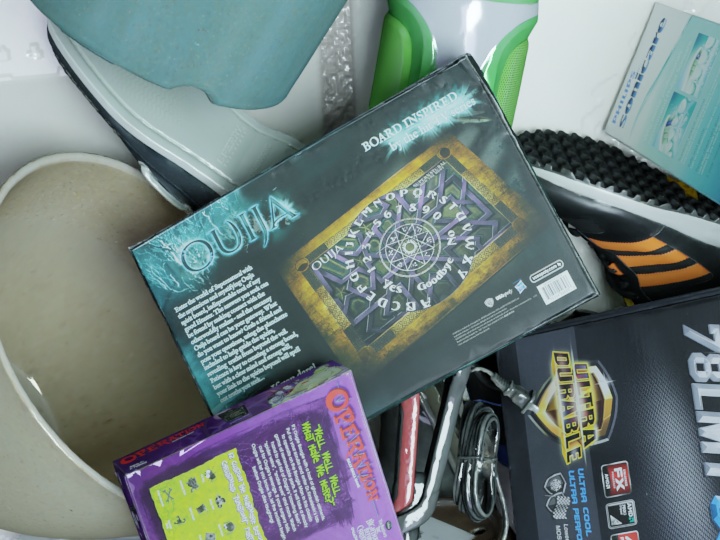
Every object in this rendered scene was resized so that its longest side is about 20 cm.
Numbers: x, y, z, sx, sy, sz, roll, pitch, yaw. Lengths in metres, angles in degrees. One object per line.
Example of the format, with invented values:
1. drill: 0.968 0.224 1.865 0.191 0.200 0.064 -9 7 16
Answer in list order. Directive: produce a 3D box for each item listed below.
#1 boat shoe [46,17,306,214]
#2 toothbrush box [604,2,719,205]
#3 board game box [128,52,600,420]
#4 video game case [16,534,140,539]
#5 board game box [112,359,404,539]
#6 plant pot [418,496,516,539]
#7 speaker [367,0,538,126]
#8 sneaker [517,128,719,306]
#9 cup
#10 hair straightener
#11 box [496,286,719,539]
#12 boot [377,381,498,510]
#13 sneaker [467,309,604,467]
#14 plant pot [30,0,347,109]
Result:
1. boat shoe: -0.093 -0.068 0.822 0.200 0.076 0.060 44 142 -5
2. toothbrush box: 0.237 -0.067 0.813 0.145 0.200 0.086 18 102 -15
3. board game box: 0.000 0.000 0.763 0.199 0.028 0.136 -28 84 9
4. video game case: -0.095 0.193 0.844 0.143 0.199 0.018 47 57 -24
5. board game box: -0.031 0.158 0.736 0.119 0.032 0.202 -21 107 -16
6. plant pot: 0.057 0.239 0.871 0.185 0.187 0.202 -17 110 -4
7. speaker: 0.041 -0.071 0.837 0.088 0.089 0.202 6 109 -13
8. sneaker: 0.161 -0.012 0.891 0.198 0.070 0.091 17 116 -12
9. cup: -0.159 0.059 0.809 0.143 0.201 0.200 -31 115 32
10. hair straightener: 0.056 0.073 0.786 0.076 0.041 0.202 5 84 -4
11. box: 0.177 0.112 0.787 0.197 0.202 0.050 -14 155 23
12. boot: -0.023 0.148 0.921 0.199 0.073 0.183 -21 113 4
13. sneaker: 0.155 0.058 0.888 0.199 0.070 0.078 -17 118 20
14. plant pot: -0.060 -0.197 0.726 0.199 0.201 0.197 23 113 -17
